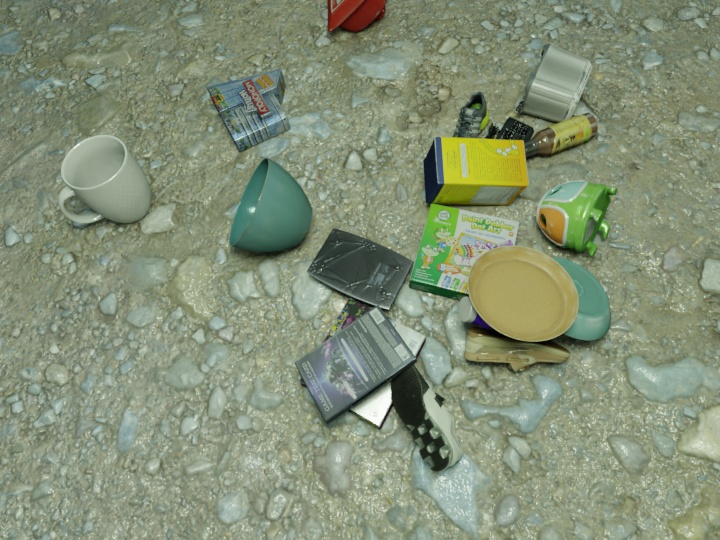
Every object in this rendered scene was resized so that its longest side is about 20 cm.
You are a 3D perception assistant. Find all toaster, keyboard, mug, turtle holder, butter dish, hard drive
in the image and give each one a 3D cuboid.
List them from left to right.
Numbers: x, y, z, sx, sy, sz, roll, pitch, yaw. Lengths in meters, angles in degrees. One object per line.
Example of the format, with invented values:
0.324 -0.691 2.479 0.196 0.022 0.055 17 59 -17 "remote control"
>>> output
-0.584 -0.180 1.165 0.199 0.176 0.148 -32 64 -11 "mug"
0.000 0.000 1.092 0.198 0.042 0.136 23 67 16 "hard drive"
0.011 -0.762 1.434 0.198 0.147 0.202 -26 56 38 "butter dish"
0.334 -0.295 1.215 0.103 0.040 0.201 26 67 16 "keyboard"
0.472 -0.445 1.238 0.128 0.114 0.201 23 65 14 "toaster"
0.453 -0.133 1.066 0.131 0.141 0.187 21 75 34 "turtle holder"

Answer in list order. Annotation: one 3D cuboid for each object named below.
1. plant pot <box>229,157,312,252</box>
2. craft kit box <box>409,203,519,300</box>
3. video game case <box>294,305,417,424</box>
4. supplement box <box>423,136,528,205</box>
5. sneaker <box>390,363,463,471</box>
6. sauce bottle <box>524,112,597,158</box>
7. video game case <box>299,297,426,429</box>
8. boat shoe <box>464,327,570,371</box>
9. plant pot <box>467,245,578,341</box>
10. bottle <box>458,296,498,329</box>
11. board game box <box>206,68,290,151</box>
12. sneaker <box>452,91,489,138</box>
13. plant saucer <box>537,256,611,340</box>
-0.183 -0.122 1.108 0.134 0.200 0.202 23 61 -24 "plant pot"
0.223 -0.034 1.090 0.198 0.049 0.199 13 62 11 "craft kit box"
-0.012 0.171 0.958 0.199 0.019 0.143 -35 52 -3 "video game case"
0.247 -0.214 1.113 0.197 0.109 0.111 1 75 -7 "supplement box"
0.122 0.259 0.931 0.074 0.088 0.202 -38 62 30 "sneaker"
0.454 -0.308 1.198 0.198 0.065 0.065 -22 63 -4 "sauce bottle"
0.007 0.177 1.004 0.180 0.036 0.201 24 68 17 "video game case"
0.297 0.157 0.978 0.198 0.071 0.065 9 99 2 "boat shoe"
0.290 0.043 0.922 0.197 0.028 0.202 1 56 -1 "plant pot"
0.283 0.081 0.972 0.198 0.066 0.084 7 44 -19 "bottle"
-0.270 -0.434 1.331 0.198 0.062 0.201 -28 64 -8 "board game box"
0.252 -0.343 1.219 0.073 0.081 0.201 12 62 23 "sneaker"
0.406 0.041 0.990 0.198 0.036 0.201 13 46 -13 "plant saucer"
